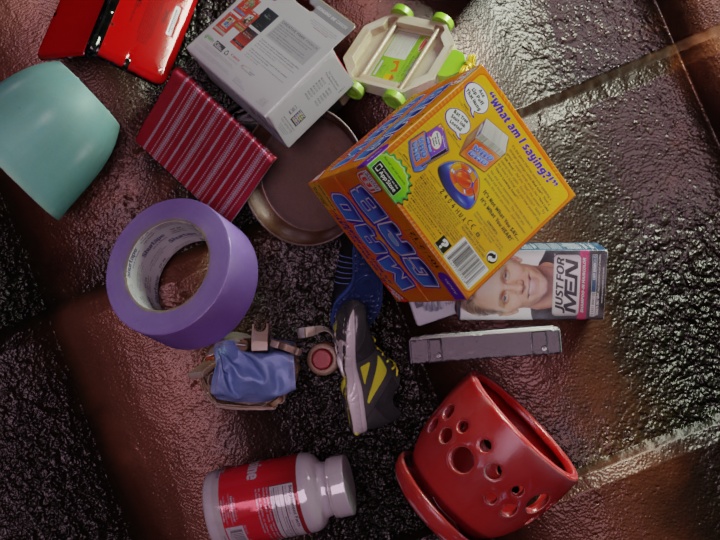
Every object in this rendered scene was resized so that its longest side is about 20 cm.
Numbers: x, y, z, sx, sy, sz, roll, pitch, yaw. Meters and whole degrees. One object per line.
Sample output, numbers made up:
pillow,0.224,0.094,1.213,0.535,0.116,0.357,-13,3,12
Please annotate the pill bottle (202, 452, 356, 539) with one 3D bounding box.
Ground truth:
pill bottle,-0.111,0.318,1.499,0.200,0.112,0.112,-12,87,6

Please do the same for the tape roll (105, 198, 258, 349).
tape roll,-0.251,0.006,1.503,0.200,0.085,0.200,-8,68,21

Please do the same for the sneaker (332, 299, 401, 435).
sneaker,0.012,0.131,1.499,0.084,0.074,0.200,-9,112,-12

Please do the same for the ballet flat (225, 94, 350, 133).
ballet flat,-0.103,-0.235,1.538,0.200,0.057,0.067,-19,87,6

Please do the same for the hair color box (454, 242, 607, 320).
hair color box,0.232,0.015,1.465,0.200,0.061,0.100,0,101,-2

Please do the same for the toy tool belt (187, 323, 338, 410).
toy tool belt,-0.132,0.136,1.501,0.200,0.123,0.125,-6,88,7

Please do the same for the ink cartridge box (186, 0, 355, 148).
ink cartridge box,-0.111,-0.299,1.484,0.176,0.084,0.200,-44,57,-3

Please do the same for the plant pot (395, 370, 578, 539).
plant pot,0.157,0.263,1.426,0.182,0.200,0.200,-44,84,7

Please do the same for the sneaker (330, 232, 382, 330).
sneaker,0.000,0.000,1.495,0.070,0.078,0.200,8,129,-11

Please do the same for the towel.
towel,-0.226,-0.179,1.541,0.200,0.022,0.145,43,123,6

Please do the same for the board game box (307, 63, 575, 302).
board game box,0.096,-0.100,1.331,0.200,0.200,0.200,-42,103,-18

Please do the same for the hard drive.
hard drive,0.169,0.100,1.456,0.200,0.140,0.038,-6,88,8

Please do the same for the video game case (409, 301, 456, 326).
video game case,0.133,-0.043,1.491,0.182,0.023,0.200,-19,101,1

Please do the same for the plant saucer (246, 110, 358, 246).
plant saucer,-0.075,-0.136,1.520,0.200,0.034,0.201,5,102,24

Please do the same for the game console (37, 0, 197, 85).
game console,-0.348,-0.372,1.564,0.172,0.119,0.200,24,70,-22

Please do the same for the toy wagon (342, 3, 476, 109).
toy wagon,0.072,-0.291,1.482,0.200,0.040,0.155,20,69,31

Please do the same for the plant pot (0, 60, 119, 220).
plant pot,-0.442,-0.198,1.518,0.161,0.201,0.201,-44,84,-8
